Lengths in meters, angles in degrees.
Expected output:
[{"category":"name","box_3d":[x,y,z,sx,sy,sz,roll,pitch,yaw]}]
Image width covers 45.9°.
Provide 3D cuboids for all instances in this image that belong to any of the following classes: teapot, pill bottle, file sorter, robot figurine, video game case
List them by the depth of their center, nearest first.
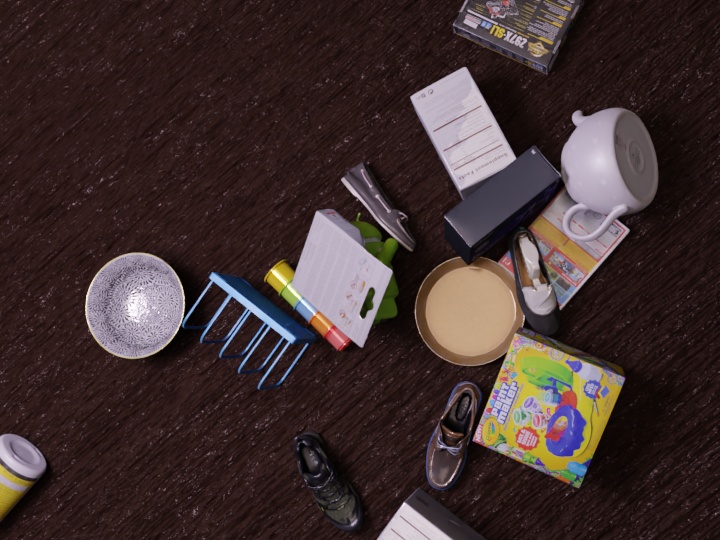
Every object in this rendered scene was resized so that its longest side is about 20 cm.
[{"category":"teapot","box_3d":[0.416,-0.177,1.485,0.146,0.200,0.198,-13,104,42]},{"category":"video game case","box_3d":[0.367,-0.042,1.543,0.143,0.017,0.200,41,92,13]},{"category":"robot figurine","box_3d":[0.000,0.000,1.558,0.175,0.116,0.201,-24,78,39]},{"category":"file sorter","box_3d":[-0.208,0.113,1.575,0.200,0.139,0.123,37,94,13]},{"category":"pill bottle","box_3d":[-0.715,0.425,1.646,0.111,0.111,0.200,42,92,13]}]

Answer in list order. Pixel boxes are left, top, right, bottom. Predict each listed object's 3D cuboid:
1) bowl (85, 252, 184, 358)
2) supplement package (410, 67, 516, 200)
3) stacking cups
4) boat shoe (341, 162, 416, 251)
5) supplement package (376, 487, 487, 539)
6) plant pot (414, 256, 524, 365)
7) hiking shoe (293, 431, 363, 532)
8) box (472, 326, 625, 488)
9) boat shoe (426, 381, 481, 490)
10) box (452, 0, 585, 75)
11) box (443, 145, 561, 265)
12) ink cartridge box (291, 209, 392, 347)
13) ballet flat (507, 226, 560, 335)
[{"category":"bowl","box_3d":[-0.416,0.071,1.641,0.200,0.094,0.202,-1,83,11]},{"category":"supplement package","box_3d":[0.192,-0.244,1.551,0.117,0.117,0.200,-27,79,6]},{"category":"stacking cups","box_3d":[-0.091,0.065,1.599,0.200,0.061,0.061,43,92,11]},{"category":"boat shoe","box_3d":[0.044,-0.122,1.591,0.057,0.067,0.200,-44,74,8]},{"category":"supplement package","box_3d":[0.116,0.468,1.435,0.156,0.200,0.111,35,90,13]},{"category":"plant pot","box_3d":[0.200,0.074,1.557,0.199,0.027,0.201,-1,84,11]},{"category":"hiking shoe","box_3d":[-0.068,0.387,1.531,0.076,0.101,0.200,-35,78,5]},{"category":"box","box_3d":[0.321,0.228,1.453,0.192,0.122,0.201,21,97,13]},{"category":"boat shoe","box_3d":[0.160,0.293,1.513,0.072,0.072,0.201,15,86,12]},{"category":"box","box_3d":[0.298,-0.483,1.596,0.200,0.049,0.160,27,91,13]},{"category":"box","box_3d":[0.246,-0.111,1.498,0.200,0.141,0.079,-38,74,-3]},{"category":"ink cartridge box","box_3d":[-0.024,0.010,1.473,0.200,0.050,0.163,38,121,31]},{"category":"ballet flat","box_3d":[0.304,0.018,1.502,0.068,0.068,0.201,-18,81,-1]}]
